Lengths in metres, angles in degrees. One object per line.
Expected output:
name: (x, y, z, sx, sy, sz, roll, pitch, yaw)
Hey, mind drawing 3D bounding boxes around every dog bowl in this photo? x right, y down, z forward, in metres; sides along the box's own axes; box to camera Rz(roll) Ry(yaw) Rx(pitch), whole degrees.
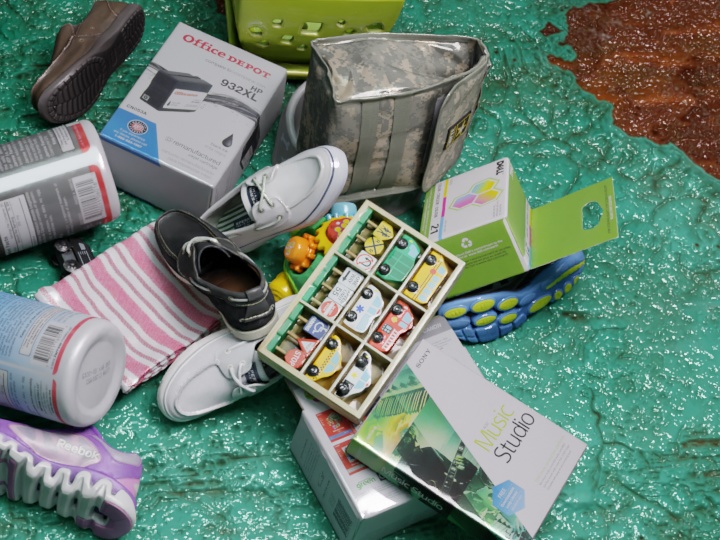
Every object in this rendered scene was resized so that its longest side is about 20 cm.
dog bowl: (-0.005, -0.153, 1.807, 0.199, 0.059, 0.201, 6, 55, -9)

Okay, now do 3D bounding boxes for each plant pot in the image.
plant pot: (-0.067, -0.339, 1.844, 0.198, 0.182, 0.201, 0, 56, -13)

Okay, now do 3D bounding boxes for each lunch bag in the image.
lunch bag: (0.043, -0.170, 1.692, 0.199, 0.164, 0.118, -10, 53, -18)

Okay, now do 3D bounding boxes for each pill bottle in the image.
pill bottle: (-0.365, -0.079, 1.634, 0.199, 0.114, 0.114, -18, 61, -13)
pill bottle: (-0.341, 0.080, 1.521, 0.199, 0.109, 0.109, 14, 52, 20)

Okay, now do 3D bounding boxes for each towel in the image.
towel: (-0.225, 0.030, 1.622, 0.146, 0.030, 0.200, 43, 46, 13)

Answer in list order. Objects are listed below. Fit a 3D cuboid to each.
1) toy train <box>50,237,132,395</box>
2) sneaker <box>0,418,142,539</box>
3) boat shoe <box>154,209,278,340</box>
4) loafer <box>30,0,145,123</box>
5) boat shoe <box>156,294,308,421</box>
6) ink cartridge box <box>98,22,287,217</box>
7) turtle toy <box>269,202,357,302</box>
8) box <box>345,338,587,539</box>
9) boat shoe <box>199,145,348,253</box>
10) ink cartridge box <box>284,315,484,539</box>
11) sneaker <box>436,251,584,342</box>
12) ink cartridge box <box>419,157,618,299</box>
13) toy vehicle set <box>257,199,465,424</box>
toy train: (-0.274, 0.046, 1.628, 0.046, 0.034, 0.200, -10, 58, -31)
sneaker: (-0.298, 0.182, 1.506, 0.199, 0.081, 0.089, 25, 48, -1)
boat shoe: (-0.153, -0.012, 1.602, 0.072, 0.068, 0.200, -34, 50, -15)
loafer: (-0.328, -0.245, 1.799, 0.071, 0.073, 0.200, 21, 49, 15)
boat shoe: (-0.113, 0.096, 1.580, 0.199, 0.072, 0.068, -26, 23, -17)
ink cartridge box: (-0.190, -0.168, 1.759, 0.145, 0.084, 0.200, 24, 54, 5)
turtle toy: (0.000, 0.000, 1.660, 0.200, 0.101, 0.146, 32, 54, 25)
box: (0.105, 0.175, 1.518, 0.200, 0.036, 0.144, 32, 55, 8)
boat shoe: (-0.097, -0.071, 1.644, 0.067, 0.200, 0.074, 8, 57, -44)
ink cartridge box: (0.038, 0.163, 1.583, 0.199, 0.084, 0.176, -19, 63, -24)
sneaker: (0.160, 0.016, 1.730, 0.199, 0.071, 0.083, -28, 50, -28)
ink cartridge box: (0.172, -0.064, 1.684, 0.199, 0.076, 0.148, -21, 25, 17)
toy vehicle set: (0.002, 0.040, 1.560, 0.124, 0.027, 0.200, 32, 70, 10)
